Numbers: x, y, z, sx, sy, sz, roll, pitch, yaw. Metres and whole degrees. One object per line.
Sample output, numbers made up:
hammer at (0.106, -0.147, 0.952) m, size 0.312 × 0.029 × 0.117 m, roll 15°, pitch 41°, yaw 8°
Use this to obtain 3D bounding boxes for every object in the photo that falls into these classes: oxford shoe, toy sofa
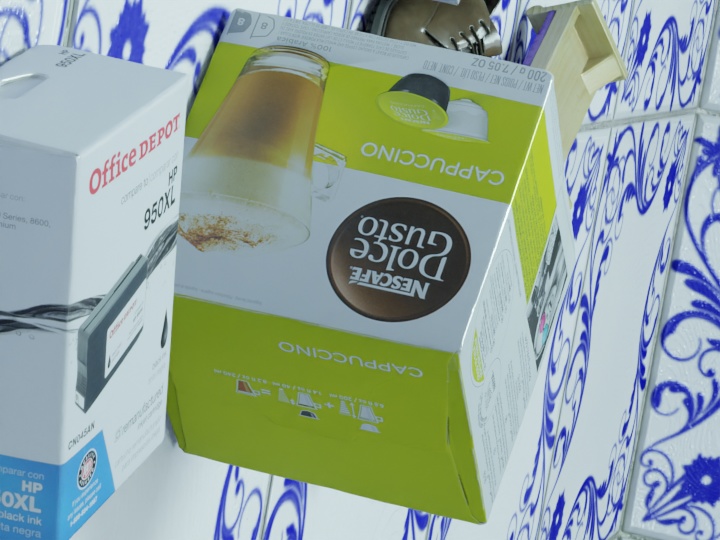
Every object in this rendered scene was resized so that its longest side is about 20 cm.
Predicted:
oxford shoe at (0.051, -0.156, 2.038) m, size 0.073 × 0.084 × 0.200 m, roll 89°, pitch 21°, yaw -45°
toy sofa at (0.138, -0.129, 2.419) m, size 0.083 × 0.097 × 0.200 m, roll 62°, pitch 35°, yaw -29°

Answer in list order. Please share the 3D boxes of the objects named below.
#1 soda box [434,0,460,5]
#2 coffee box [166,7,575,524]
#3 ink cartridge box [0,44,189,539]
soda box at (0.066, -0.276, 2.040) m, size 0.070 × 0.063 × 0.200 m, roll 86°, pitch 21°, yaw -48°
coffee box at (0.000, 0.000, 1.738) m, size 0.200 × 0.199 × 0.198 m, roll 79°, pitch 27°, yaw -57°
ink cartridge box at (-0.148, 0.010, 1.419) m, size 0.145 × 0.084 × 0.201 m, roll -47°, pitch 146°, yaw -64°
